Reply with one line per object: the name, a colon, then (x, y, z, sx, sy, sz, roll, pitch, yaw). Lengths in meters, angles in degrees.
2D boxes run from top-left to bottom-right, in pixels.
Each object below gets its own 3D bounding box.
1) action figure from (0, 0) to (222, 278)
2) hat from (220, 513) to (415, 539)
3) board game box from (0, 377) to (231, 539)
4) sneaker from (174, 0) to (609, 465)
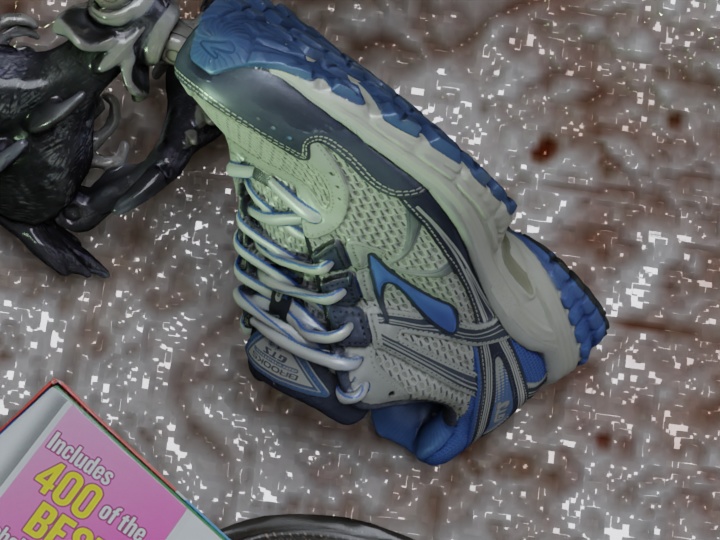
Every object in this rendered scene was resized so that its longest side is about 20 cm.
action figure: (-0.074, -0.076, 0.879, 0.200, 0.102, 0.119, -35, 111, 21)
hat: (-0.003, 0.162, 0.839, 0.200, 0.081, 0.201, 2, 76, -6)
board game box: (-0.094, 0.148, 0.760, 0.153, 0.040, 0.200, 42, 66, 12)
sneaker: (0.000, 0.000, 0.835, 0.085, 0.200, 0.077, -48, 49, -2)
